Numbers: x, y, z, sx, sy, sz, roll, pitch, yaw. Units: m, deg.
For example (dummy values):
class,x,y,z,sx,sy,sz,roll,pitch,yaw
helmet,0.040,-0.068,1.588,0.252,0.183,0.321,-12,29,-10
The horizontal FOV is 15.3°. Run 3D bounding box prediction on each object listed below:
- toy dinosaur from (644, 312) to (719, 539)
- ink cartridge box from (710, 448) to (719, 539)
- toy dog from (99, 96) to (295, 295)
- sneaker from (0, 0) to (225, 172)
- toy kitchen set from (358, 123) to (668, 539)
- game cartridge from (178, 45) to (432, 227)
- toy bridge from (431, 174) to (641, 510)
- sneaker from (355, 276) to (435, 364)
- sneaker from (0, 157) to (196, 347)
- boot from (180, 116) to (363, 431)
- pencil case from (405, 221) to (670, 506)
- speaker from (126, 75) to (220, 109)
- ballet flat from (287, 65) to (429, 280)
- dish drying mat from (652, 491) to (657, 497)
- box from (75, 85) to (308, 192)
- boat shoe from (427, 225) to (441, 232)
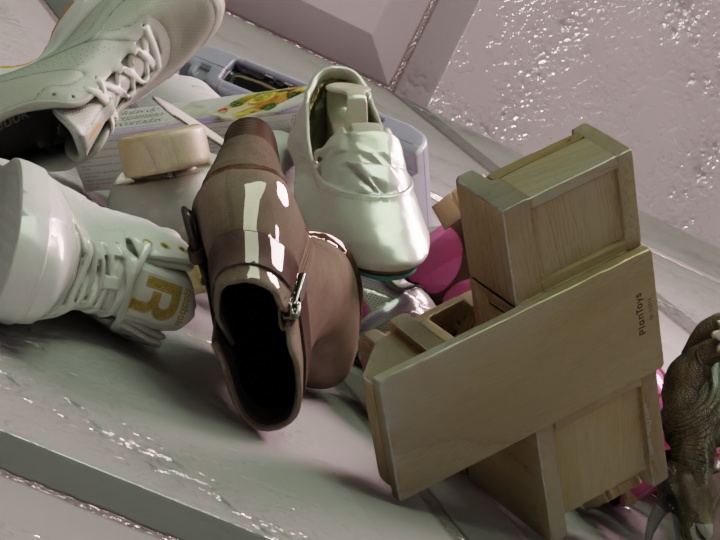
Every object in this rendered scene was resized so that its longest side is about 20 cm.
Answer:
class,x,y,z,sx,sy,sz,roll,pitch,yaw
toy dinosaur,0.198,0.055,1.474,0.077,0.102,0.201,38,49,-13
ink cartridge box,0.258,0.120,1.496,0.084,0.146,0.200,27,8,-7
toy dog,-0.102,-0.038,1.527,0.096,0.133,0.200,-4,-11,19
sneaker,-0.151,-0.098,1.500,0.092,0.199,0.076,36,-25,50
toy kitchen set,0.036,0.026,1.379,0.162,0.201,0.180,-25,35,-23
game cartridge,-0.037,-0.074,1.887,0.199,0.134,0.041,24,50,23
toy bridge,0.105,0.039,1.487,0.201,0.027,0.067,63,-22,4
sneaker,0.000,0.000,1.630,0.199,0.089,0.081,29,8,12
sneaker,-0.127,-0.004,1.296,0.115,0.074,0.200,22,8,-12
boot,-0.043,0.026,1.347,0.147,0.070,0.201,-92,165,-51
pencil case,0.116,0.046,1.568,0.200,0.091,0.094,50,-11,8
speaker,-0.096,-0.066,1.771,0.081,0.082,0.200,22,9,-28
ballet flat,-0.005,-0.062,1.491,0.069,0.070,0.200,24,18,-20
dish drying mat,0.144,0.089,1.646,0.199,0.077,0.018,29,49,15
box,-0.088,-0.082,1.658,0.199,0.042,0.039,-6,28,31
boat shoe,0.070,0.013,1.697,0.199,0.060,0.076,-15,-64,45
